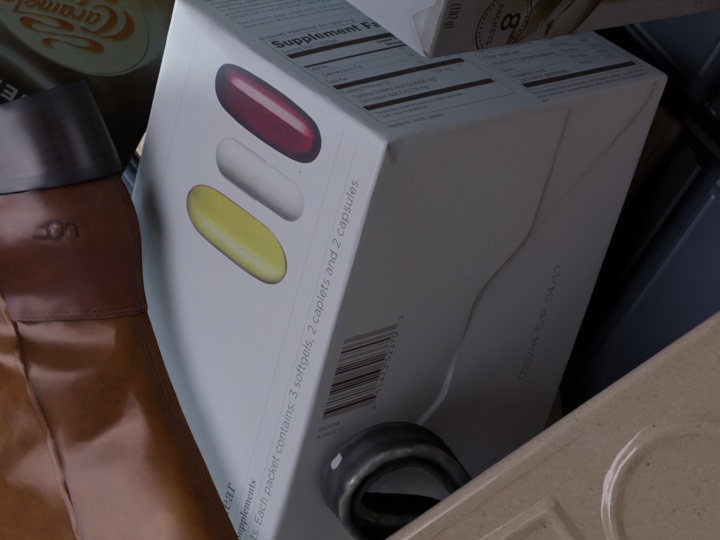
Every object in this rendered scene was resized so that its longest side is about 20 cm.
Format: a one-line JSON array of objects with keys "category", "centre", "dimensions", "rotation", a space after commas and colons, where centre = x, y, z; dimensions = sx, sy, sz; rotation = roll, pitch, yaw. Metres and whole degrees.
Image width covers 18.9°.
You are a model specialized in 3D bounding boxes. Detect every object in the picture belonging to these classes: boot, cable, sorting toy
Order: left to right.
[{"category": "boot", "centre": [-0.143, 0.049, 0.803], "dimensions": [0.188, 0.068, 0.201], "rotation": [-15, 95, 21]}, {"category": "cable", "centre": [0.053, 0.110, 0.824], "dimensions": [0.050, 0.097, 0.200], "rotation": [59, 179, 33]}, {"category": "sorting toy", "centre": [0.112, 0.135, 0.764], "dimensions": [0.200, 0.036, 0.185], "rotation": [-36, 93, 7]}]

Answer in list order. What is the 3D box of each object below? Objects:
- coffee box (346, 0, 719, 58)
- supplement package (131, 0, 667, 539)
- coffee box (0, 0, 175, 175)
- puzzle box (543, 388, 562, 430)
[{"category": "coffee box", "centre": [0.082, -0.145, 0.694], "dimensions": [0.080, 0.199, 0.113], "rotation": [40, 128, 34]}, {"category": "supplement package", "centre": [0.000, 0.000, 0.814], "dimensions": [0.111, 0.155, 0.201], "rotation": [37, 125, 33]}, {"category": "coffee box", "centre": [-0.139, -0.088, 0.919], "dimensions": [0.114, 0.200, 0.080], "rotation": [31, 132, -10]}, {"category": "puzzle box", "centre": [0.020, -0.011, 0.922], "dimensions": [0.133, 0.025, 0.201], "rotation": [-1, 100, 45]}]
